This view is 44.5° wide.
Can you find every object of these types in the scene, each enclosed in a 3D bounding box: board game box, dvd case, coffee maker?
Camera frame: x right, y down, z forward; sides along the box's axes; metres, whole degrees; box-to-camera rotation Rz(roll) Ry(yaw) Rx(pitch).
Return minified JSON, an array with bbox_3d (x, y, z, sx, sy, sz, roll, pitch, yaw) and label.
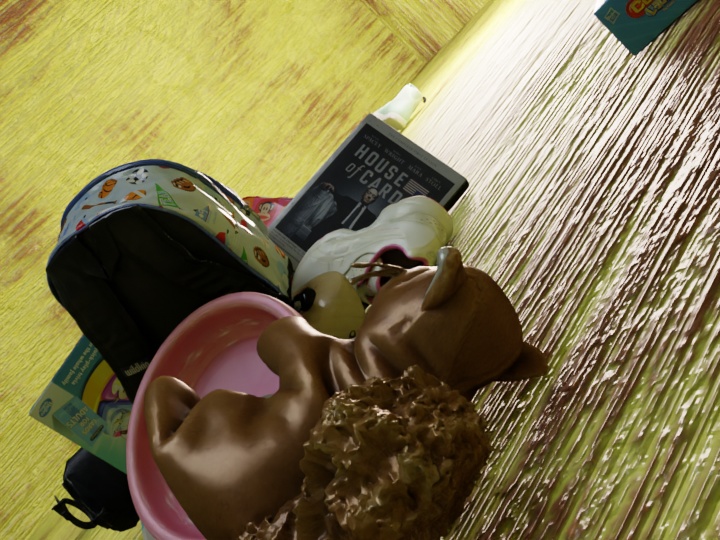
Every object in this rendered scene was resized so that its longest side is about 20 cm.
[{"bbox_3d":[-0.236,0.145,0.976,0.151,0.200,0.047,-56,14,-6],"label":"board game box"},{"bbox_3d":[0.002,-0.064,0.985,0.200,0.150,0.025,-50,-23,-7],"label":"dvd case"},{"bbox_3d":[-0.249,0.212,1.074,0.200,0.135,0.192,-47,15,4],"label":"coffee maker"},{"bbox_3d":[0.312,-0.312,0.800,0.196,0.056,0.200,-42,11,35],"label":"board game box"}]

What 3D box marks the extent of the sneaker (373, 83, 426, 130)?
[{"bbox_3d":[0.102,-0.421,2.276,0.118,0.074,0.200,-56,19,-5],"label":"sneaker"}]

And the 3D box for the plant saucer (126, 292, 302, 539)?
[{"bbox_3d":[-0.097,0.119,0.681,0.200,0.051,0.202,-16,61,31],"label":"plant saucer"}]

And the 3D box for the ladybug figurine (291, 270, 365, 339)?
[{"bbox_3d":[-0.060,0.082,0.848,0.200,0.072,0.136,-41,18,40],"label":"ladybug figurine"}]

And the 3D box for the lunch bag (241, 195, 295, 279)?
[{"bbox_3d":[-0.108,0.001,1.079,0.199,0.082,0.177,8,70,45],"label":"lunch bag"}]

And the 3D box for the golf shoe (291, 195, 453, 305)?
[{"bbox_3d":[0.000,0.000,0.873,0.200,0.075,0.092,-30,28,32],"label":"golf shoe"}]

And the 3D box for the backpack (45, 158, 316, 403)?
[{"bbox_3d":[-0.171,-0.006,0.779,0.199,0.191,0.154,-32,42,15],"label":"backpack"}]

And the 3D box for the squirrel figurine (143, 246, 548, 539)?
[{"bbox_3d":[0.010,0.082,0.430,0.186,0.142,0.200,-38,23,2],"label":"squirrel figurine"}]

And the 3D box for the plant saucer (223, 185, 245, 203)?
[{"bbox_3d":[-0.137,0.006,0.980,0.050,0.201,0.200,-2,-18,-29],"label":"plant saucer"}]

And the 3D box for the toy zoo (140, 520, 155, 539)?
[{"bbox_3d":[-0.186,0.190,0.833,0.200,0.020,0.132,-133,56,-60],"label":"toy zoo"}]
